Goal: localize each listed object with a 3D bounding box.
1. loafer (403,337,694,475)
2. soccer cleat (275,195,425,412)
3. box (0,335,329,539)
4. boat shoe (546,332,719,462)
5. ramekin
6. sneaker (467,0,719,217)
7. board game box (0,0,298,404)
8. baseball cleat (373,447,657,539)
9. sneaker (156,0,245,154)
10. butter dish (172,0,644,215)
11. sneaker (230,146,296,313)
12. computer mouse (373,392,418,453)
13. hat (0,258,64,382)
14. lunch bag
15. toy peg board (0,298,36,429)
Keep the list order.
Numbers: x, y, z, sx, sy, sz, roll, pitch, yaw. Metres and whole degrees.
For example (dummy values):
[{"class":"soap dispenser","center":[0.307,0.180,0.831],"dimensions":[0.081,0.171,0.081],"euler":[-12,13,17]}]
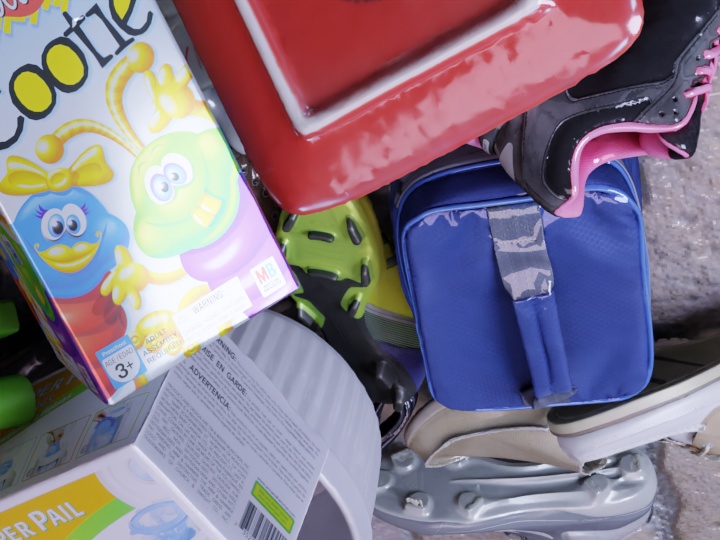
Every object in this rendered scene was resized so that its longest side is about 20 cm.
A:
[{"class":"loafer","center":[0.123,0.095,1.141],"dimensions":[0.198,0.069,0.076],"euler":[-17,162,16]},{"class":"soccer cleat","center":[-0.001,0.000,1.050],"dimensions":[0.064,0.084,0.201],"euler":[6,145,20]},{"class":"box","center":[-0.134,0.118,0.931],"dimensions":[0.199,0.102,0.113],"euler":[-25,118,34]},{"class":"boat shoe","center":[0.206,0.077,1.070],"dimensions":[0.198,0.075,0.069],"euler":[-20,105,-15]},{"class":"ramekin","center":[-0.081,0.110,1.047],"dimensions":[0.198,0.105,0.201],"euler":[9,131,11]},{"class":"sneaker","center":[0.146,-0.099,0.884],"dimensions":[0.199,0.096,0.079],"euler":[-37,156,1]},{"class":"board game box","center":[-0.128,-0.060,0.821],"dimensions":[0.104,0.103,0.201],"euler":[-32,109,-14]},{"class":"baseball cleat","center":[0.101,0.166,1.237],"dimensions":[0.198,0.070,0.107],"euler":[-1,138,5]},{"class":"sneaker","center":[-0.081,-0.137,0.888],"dimensions":[0.077,0.100,0.200],"euler":[-20,133,23]},{"class":"butter dish","center":[0.022,-0.156,0.841],"dimensions":[0.198,0.148,0.201],"euler":[-26,90,25]},{"class":"sneaker","center":[-0.073,-0.050,1.022],"dimensions":[0.075,0.071,0.201],"euler":[-25,140,1]},{"class":"computer mouse","center":[-0.061,0.072,1.134],"dimensions":[0.199,0.046,0.141],"euler":[37,101,-10]},{"class":"hat","center":[-0.228,0.046,1.060],"dimensions":[0.200,0.081,0.201],"euler":[-32,171,-6]},{"class":"lunch bag","center":[0.089,-0.007,1.000],"dimensions":[0.134,0.133,0.201],"euler":[-6,137,10]},{"class":"toy peg board","center":[-0.257,0.020,0.928],"dimensions":[0.097,0.202,0.198],"euler":[-10,176,-41]}]
